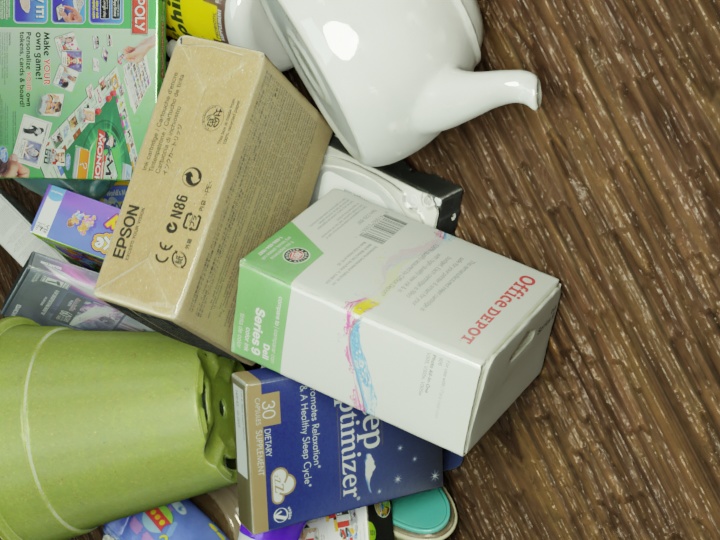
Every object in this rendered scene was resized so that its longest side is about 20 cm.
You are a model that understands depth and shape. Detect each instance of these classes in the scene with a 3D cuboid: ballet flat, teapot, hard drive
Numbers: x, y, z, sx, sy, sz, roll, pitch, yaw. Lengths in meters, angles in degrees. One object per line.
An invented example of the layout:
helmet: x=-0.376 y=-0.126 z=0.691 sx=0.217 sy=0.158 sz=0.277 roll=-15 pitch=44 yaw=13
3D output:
ballet flat: x=0.009 y=0.179 z=1.449 sx=0.200 sy=0.069 sz=0.070 roll=36 pitch=128 yaw=38
teapot: x=0.020 y=-0.185 z=1.248 sx=0.201 sy=0.146 sz=0.197 roll=59 pitch=176 yaw=-13
hard drive: x=0.000 y=0.000 z=1.391 sx=0.139 sy=0.038 sz=0.201 roll=28 pitch=124 yaw=27

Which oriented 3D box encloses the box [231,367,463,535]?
box: x=0.000 y=0.120 z=1.325 sx=0.032 sy=0.199 sz=0.122 roll=26 pitch=122 yaw=57

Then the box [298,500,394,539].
box: x=-0.025 y=0.218 z=1.395 sx=0.110 sy=0.035 sz=0.202 roll=-14 pitch=73 yaw=36

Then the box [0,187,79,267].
box: x=-0.281 y=-0.007 z=1.594 sx=0.036 sy=0.144 sz=0.200 roll=-47 pitch=54 yaw=-2

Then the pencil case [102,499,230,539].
pencil case: x=-0.143 y=0.256 z=1.477 sx=0.200 sy=0.087 sz=0.078 roll=39 pitch=140 yaw=33

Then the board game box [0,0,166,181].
board game box: x=-0.220 y=-0.171 z=1.364 sx=0.133 sy=0.029 sz=0.202 roll=2 pitch=95 yaw=6

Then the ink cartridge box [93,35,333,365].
ink cartridge box: x=-0.104 y=-0.048 z=1.274 sx=0.075 sy=0.165 sz=0.201 roll=14 pitch=80 yaw=19

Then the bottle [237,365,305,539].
bottle: x=-0.050 y=0.128 z=1.367 sx=0.083 sy=0.065 sz=0.201 roll=15 pitch=91 yaw=37

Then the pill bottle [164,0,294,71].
pill bottle: x=-0.123 y=-0.236 z=1.410 sx=0.199 sy=0.109 sz=0.110 roll=26 pitch=121 yaw=41

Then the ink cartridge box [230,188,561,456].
ink cartridge box: x=0.027 y=0.034 z=1.265 sx=0.199 sy=0.145 sz=0.088 roll=21 pitch=123 yaw=21

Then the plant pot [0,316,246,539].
plant pot: x=-0.190 y=0.125 z=1.417 sx=0.189 sy=0.200 sz=0.202 roll=-8 pitch=98 yaw=18

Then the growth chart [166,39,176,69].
growth chart: x=-0.102 y=-0.103 z=1.454 sx=0.144 sy=0.018 sz=0.201 roll=21 pitch=142 yaw=45

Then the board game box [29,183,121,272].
board game box: x=-0.163 y=-0.005 z=1.466 sx=0.199 sy=0.134 sz=0.045 roll=19 pitch=81 yaw=18

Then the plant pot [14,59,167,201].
plant pot: x=-0.273 y=-0.171 z=1.488 sx=0.200 sy=0.196 sz=0.196 roll=39 pitch=88 yaw=30

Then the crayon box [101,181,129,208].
crayon box: x=-0.192 y=-0.084 z=1.586 sx=0.125 sy=0.051 sz=0.202 roll=10 pitch=110 yaw=46

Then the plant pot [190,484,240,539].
plant pot: x=-0.108 y=0.228 z=1.567 sx=0.200 sy=0.092 sz=0.202 roll=20 pitch=118 yaw=43

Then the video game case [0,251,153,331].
video game case: x=-0.195 y=0.042 z=1.459 sx=0.143 sy=0.199 sz=0.019 roll=140 pitch=147 yaw=-63
